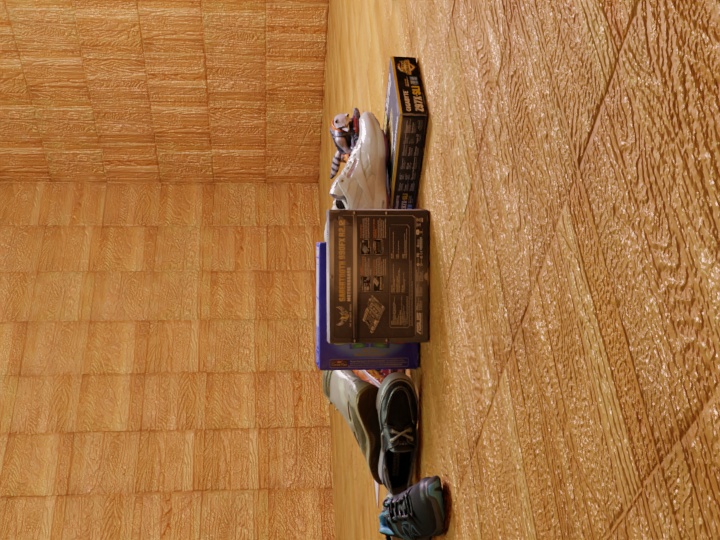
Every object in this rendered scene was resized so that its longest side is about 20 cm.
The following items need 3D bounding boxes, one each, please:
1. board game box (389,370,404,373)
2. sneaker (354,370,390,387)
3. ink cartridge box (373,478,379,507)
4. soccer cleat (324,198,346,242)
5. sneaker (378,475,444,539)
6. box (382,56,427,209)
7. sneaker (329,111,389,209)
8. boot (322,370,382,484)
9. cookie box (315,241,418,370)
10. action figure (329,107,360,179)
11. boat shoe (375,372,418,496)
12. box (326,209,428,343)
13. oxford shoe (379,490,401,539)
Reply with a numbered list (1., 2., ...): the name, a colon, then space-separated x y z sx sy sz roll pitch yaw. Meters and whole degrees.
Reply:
1. board game box: 0.060 0.139 1.771 0.200 0.019 0.106 -152 60 -83
2. sneaker: 0.028 0.206 1.663 0.200 0.071 0.079 -132 44 -61
3. ink cartridge box: 0.047 0.315 1.777 0.177 0.044 0.205 -105 15 -71
4. soccer cleat: -0.026 -0.107 1.662 0.070 0.077 0.201 53 134 18
5. sneaker: 0.073 0.347 1.334 0.201 0.080 0.075 101 169 -58
6. box: 0.068 -0.221 1.536 0.203 0.048 0.162 95 174 -45
7. sneaker: -0.002 -0.163 1.532 0.075 0.097 0.205 107 163 -77
8. boot: 0.001 0.254 1.607 0.154 0.071 0.204 33 144 55
9. cookie box: 0.011 0.055 1.524 0.075 0.167 0.205 -165 76 -80
10. action figure: -0.036 -0.300 2.336 0.202 0.102 0.196 -93 -3 -47
11. boat shoe: 0.061 0.267 1.504 0.068 0.070 0.205 -125 38 -70
12. box: 0.025 0.009 1.428 0.048 0.154 0.205 -171 80 -84
13. oxford shoe: 0.060 0.409 1.598 0.076 0.056 0.203 94 175 -54
